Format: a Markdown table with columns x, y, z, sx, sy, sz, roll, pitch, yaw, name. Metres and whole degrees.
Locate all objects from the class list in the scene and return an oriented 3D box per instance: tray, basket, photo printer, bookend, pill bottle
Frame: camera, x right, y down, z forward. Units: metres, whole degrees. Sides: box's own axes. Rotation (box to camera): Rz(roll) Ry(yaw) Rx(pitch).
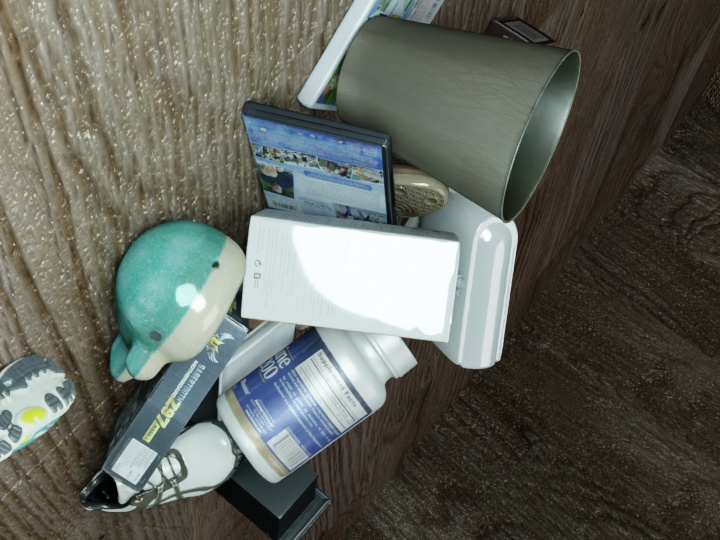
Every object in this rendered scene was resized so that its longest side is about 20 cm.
| x | y | z | sx | sy | sz | roll | pitch | yaw | name |
| --- | --- | --- | --- | --- | --- | --- | --- | --- | --- |
| -0.122 | 0.114 | 1.350 | 0.107 | 0.022 | 0.201 | -39 | 162 | -25 | tray |
| 0.087 | -0.163 | 1.188 | 0.182 | 0.198 | 0.136 | -63 | 160 | -12 | basket |
| 0.121 | -0.008 | 1.445 | 0.069 | 0.166 | 0.202 | -2 | 113 | -20 | photo printer |
| -0.132 | 0.221 | 1.501 | 0.092 | 0.198 | 0.201 | -45 | 162 | -26 | bookend |
| -0.043 | 0.123 | 1.284 | 0.199 | 0.111 | 0.111 | -36 | 164 | -1 | pill bottle |

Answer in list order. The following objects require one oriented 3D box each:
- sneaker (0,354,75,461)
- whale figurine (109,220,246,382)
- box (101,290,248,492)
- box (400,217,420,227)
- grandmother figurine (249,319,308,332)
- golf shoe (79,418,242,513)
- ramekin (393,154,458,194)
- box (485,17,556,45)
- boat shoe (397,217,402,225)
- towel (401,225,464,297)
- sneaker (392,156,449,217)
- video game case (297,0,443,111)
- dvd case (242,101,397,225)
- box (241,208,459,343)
| x | y | z | sx | sy | sz | roll | pitch | yaw | name |
| --- | --- | --- | --- | --- | --- | --- | --- | --- | --- |
| -0.314 | 0.139 | 1.014 | 0.080 | 0.078 | 0.200 | -50 | 168 | 24 | sneaker |
| -0.190 | 0.029 | 1.132 | 0.200 | 0.103 | 0.160 | -36 | -156 | 47 | whale figurine |
| -0.188 | 0.111 | 1.258 | 0.201 | 0.051 | 0.158 | -55 | -168 | 5 | box |
| 0.101 | -0.061 | 1.619 | 0.129 | 0.108 | 0.200 | -59 | -171 | 18 | box |
| -0.107 | 0.064 | 1.492 | 0.200 | 0.060 | 0.123 | -31 | 134 | -67 | grandmother figurine |
| -0.221 | 0.226 | 1.345 | 0.199 | 0.078 | 0.094 | -28 | 172 | 23 | golf shoe |
| 0.121 | -0.174 | 1.423 | 0.202 | 0.201 | 0.095 | -33 | 143 | -53 | ramekin |
| 0.177 | -0.240 | 1.662 | 0.100 | 0.075 | 0.201 | -26 | 147 | -61 | box |
| 0.032 | -0.105 | 1.535 | 0.072 | 0.065 | 0.202 | 80 | 30 | -70 | boat shoe |
| 0.000 | 0.000 | 1.387 | 0.198 | 0.087 | 0.165 | -8 | -177 | -17 | towel |
| 0.009 | -0.104 | 1.273 | 0.070 | 0.198 | 0.076 | 44 | 57 | -47 | sneaker |
| 0.026 | -0.254 | 1.268 | 0.201 | 0.022 | 0.182 | -57 | 165 | 16 | video game case |
| -0.035 | -0.095 | 1.201 | 0.200 | 0.141 | 0.018 | 82 | 23 | -66 | dvd case |
| -0.008 | 0.002 | 1.187 | 0.124 | 0.198 | 0.099 | -69 | 166 | -84 | box |
